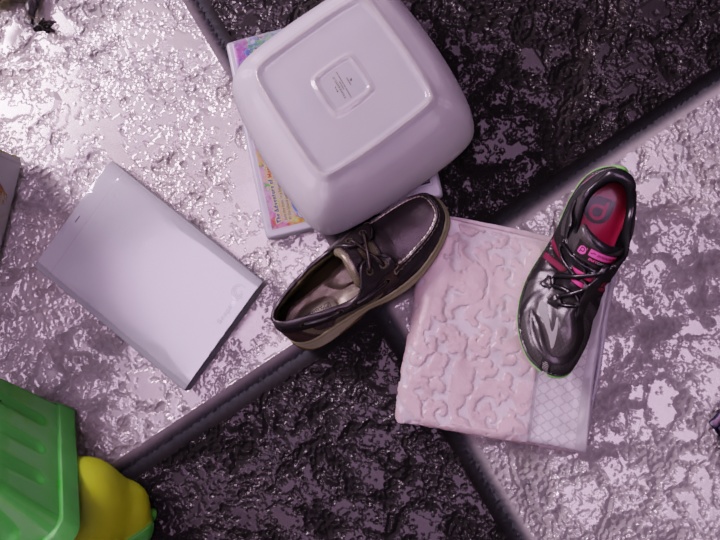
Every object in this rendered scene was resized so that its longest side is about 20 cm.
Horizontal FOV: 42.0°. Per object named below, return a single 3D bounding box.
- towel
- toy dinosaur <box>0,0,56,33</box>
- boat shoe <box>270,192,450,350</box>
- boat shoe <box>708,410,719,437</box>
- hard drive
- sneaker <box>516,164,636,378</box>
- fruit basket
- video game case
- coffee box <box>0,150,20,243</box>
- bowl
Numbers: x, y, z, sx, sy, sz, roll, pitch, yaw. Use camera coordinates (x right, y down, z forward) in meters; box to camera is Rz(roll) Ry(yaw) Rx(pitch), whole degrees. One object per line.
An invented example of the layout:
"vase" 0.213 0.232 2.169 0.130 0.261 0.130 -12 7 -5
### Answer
"towel" 0.138 0.061 0.895 0.187 0.032 0.204 10 86 6
"toy dinosaur" -0.361 -0.282 0.963 0.197 0.048 0.089 -19 70 4
"boat shoe" 0.000 0.000 0.883 0.200 0.065 0.073 -43 66 7
"boat shoe" 0.411 0.122 0.840 0.199 0.075 0.093 -37 91 3
"hard drive" -0.210 0.004 0.936 0.199 0.026 0.133 37 90 8
"sneaker" 0.193 -0.004 0.839 0.076 0.084 0.203 18 86 7
"fruit basket" -0.299 0.219 0.870 0.155 0.216 0.217 -36 83 2
"video game case" -0.027 -0.149 0.931 0.179 0.024 0.204 -13 85 5
"coffee box" -0.470 -0.051 0.870 0.196 0.200 0.201 13 87 7
"bowl" -0.012 -0.162 0.874 0.198 0.075 0.202 -33 77 1
